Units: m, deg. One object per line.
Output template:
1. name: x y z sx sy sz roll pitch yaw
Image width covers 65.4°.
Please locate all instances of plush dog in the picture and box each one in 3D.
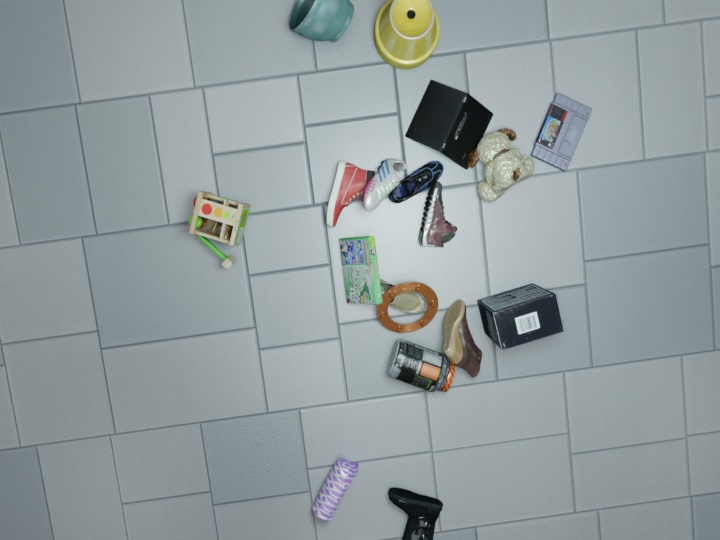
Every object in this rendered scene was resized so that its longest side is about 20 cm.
1. plush dog: 0.417 -0.332 1.691 0.197 0.160 0.174 -33 81 3

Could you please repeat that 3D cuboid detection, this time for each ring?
1. ring: 0.148 0.120 1.738 0.194 0.019 0.205 -4 126 -5

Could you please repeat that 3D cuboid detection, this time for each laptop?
1. laptop: 0.276 -0.451 1.739 0.197 0.115 0.191 23 96 -33

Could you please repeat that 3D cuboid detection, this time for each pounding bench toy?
1. pounding bench toy: -0.440 -0.122 1.698 0.151 0.124 0.206 15 96 -3

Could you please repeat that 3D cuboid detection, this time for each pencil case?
1. pencil case: -0.080 0.711 1.817 0.084 0.084 0.204 23 99 -39

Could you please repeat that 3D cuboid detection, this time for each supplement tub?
1. supplement tub: 0.190 0.303 1.758 0.195 0.123 0.126 20 95 -3

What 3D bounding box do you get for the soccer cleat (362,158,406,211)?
1. soccer cleat: 0.074 -0.261 1.674 0.084 0.070 0.203 6 56 34

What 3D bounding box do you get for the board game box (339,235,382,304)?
1. board game box: 0.000 0.000 1.727 0.029 0.132 0.207 -13 99 -45

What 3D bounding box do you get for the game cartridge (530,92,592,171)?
1. game cartridge: 0.620 -0.428 1.738 0.127 0.038 0.205 21 95 -8

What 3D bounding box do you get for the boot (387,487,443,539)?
1. boot: 0.162 0.818 1.833 0.195 0.076 0.173 18 92 -9

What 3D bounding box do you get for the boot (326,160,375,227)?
1. boot: -0.023 -0.219 1.727 0.140 0.072 0.206 16 92 -5

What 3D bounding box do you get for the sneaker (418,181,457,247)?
1. sneaker: 0.253 -0.168 1.743 0.112 0.076 0.206 10 106 -7

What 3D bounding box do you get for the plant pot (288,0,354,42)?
1. plant pot: -0.101 -0.750 1.622 0.132 0.200 0.204 24 96 -31

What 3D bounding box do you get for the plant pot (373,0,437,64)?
1. plant pot: 0.139 -0.708 1.619 0.194 0.189 0.208 0 95 -1

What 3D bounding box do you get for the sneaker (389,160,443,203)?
1. sneaker: 0.175 -0.269 1.720 0.198 0.078 0.071 -35 96 3

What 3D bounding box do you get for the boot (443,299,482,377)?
1. boot: 0.330 0.215 1.779 0.165 0.071 0.204 38 56 -32

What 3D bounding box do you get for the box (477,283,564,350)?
1. box: 0.482 0.136 1.709 0.194 0.199 0.127 -16 99 1

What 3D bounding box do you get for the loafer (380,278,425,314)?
1. loafer: 0.113 0.085 1.760 0.195 0.068 0.078 21 95 -3
